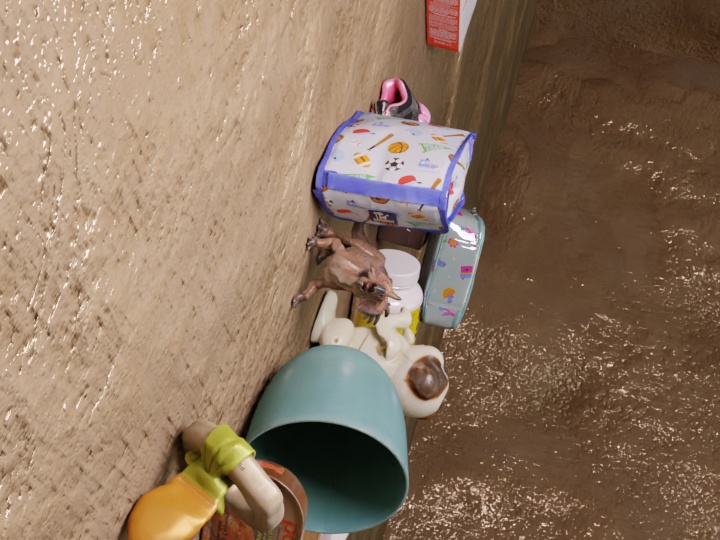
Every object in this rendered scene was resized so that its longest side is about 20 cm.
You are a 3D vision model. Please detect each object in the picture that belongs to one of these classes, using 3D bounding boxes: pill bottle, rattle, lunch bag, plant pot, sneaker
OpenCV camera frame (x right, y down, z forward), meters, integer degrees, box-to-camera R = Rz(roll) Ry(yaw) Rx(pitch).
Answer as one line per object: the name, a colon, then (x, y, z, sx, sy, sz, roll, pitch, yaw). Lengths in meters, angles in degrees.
pill bottle: (0.040, 0.073, 1.804, 0.113, 0.112, 0.201, -59, 161, -59)
rattle: (-0.155, 0.232, 1.066, 0.143, 0.130, 0.200, -59, -169, -24)
lunch bag: (0.147, -0.013, 1.850, 0.160, 0.077, 0.201, -102, -153, -79)
plant pot: (-0.036, 0.187, 1.330, 0.162, 0.199, 0.201, -81, 178, -49)
lunch bag: (0.044, -0.117, 1.394, 0.200, 0.169, 0.125, -53, 151, -69)
sneaker: (0.033, -0.190, 1.562, 0.096, 0.079, 0.201, 62, 38, -43)

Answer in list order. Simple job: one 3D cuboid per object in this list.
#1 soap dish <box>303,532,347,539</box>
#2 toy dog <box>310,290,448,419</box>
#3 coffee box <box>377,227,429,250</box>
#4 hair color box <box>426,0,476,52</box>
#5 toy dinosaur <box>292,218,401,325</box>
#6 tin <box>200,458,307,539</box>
soap dish: (-0.058, 0.375, 1.783, 0.200, 0.081, 0.158, -37, 141, -75)
toy dog: (0.027, 0.137, 1.563, 0.140, 0.199, 0.195, 92, 15, -50)
coffee box: (0.097, -0.117, 1.947, 0.200, 0.079, 0.114, -43, 147, -72)
hair color box: (0.149, -0.458, 1.802, 0.200, 0.064, 0.112, 83, 24, -68)
toy dinosaur: (0.000, 0.000, 1.403, 0.200, 0.135, 0.086, -61, 163, -58)
tin: (-0.118, 0.300, 1.234, 0.042, 0.111, 0.201, -55, 158, -65)
